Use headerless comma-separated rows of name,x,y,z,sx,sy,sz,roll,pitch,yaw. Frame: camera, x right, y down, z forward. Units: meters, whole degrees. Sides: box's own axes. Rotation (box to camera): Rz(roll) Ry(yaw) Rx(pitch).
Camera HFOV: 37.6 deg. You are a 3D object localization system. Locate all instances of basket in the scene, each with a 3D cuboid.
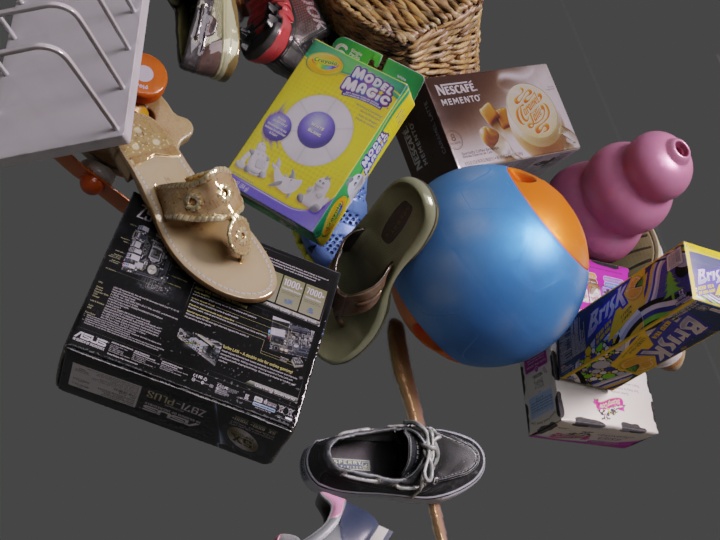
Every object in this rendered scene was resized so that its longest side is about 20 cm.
basket,0.032,-0.295,1.202,0.142,0.149,0.200,-33,68,-11

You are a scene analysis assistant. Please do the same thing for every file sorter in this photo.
file sorter,-0.278,-0.214,0.920,0.138,0.125,0.201,-8,57,12

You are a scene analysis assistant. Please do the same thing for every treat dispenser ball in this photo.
treat dispenser ball,0.126,-0.004,1.054,0.200,0.201,0.202,14,59,-25

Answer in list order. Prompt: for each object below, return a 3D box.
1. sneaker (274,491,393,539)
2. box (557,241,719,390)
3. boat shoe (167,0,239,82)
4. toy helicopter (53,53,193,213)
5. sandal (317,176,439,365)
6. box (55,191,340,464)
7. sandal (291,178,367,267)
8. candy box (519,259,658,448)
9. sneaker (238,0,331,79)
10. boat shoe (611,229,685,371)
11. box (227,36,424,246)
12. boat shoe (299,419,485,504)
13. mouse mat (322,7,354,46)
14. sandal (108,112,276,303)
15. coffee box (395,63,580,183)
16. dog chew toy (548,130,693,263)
sneaker,-0.057,0.272,0.891,0.082,0.070,0.200,37,47,12
box,0.280,0.050,1.040,0.070,0.200,0.065,14,58,-23
boat shoe,-0.171,-0.294,1.108,0.066,0.072,0.202,3,68,-36
toy helicopter,-0.199,-0.093,0.981,0.200,0.079,0.132,50,57,1
sandal,0.000,-0.001,0.990,0.080,0.202,0.057,39,25,23
box,-0.138,0.050,0.918,0.199,0.086,0.165,21,56,-9
sandal,-0.023,-0.090,1.082,0.079,0.087,0.201,10,63,-29
candy box,0.243,0.087,1.166,0.136,0.061,0.201,12,60,-26
sneaker,-0.080,-0.282,1.161,0.098,0.071,0.201,34,38,-34
boat shoe,0.339,0.029,1.256,0.068,0.074,0.201,41,38,-42
box,-0.033,-0.138,1.041,0.117,0.048,0.201,29,79,20
boat shoe,0.044,0.174,0.992,0.198,0.068,0.074,10,61,-27
mouse mat,0.027,-0.255,1.251,0.160,0.008,0.201,10,62,-27
sandal,-0.140,-0.069,0.892,0.077,0.070,0.212,-27,68,-38
coffee box,0.144,-0.163,1.221,0.199,0.080,0.115,-13,77,-36
dog chew toy,0.295,-0.088,1.201,0.124,0.200,0.125,14,58,-24
